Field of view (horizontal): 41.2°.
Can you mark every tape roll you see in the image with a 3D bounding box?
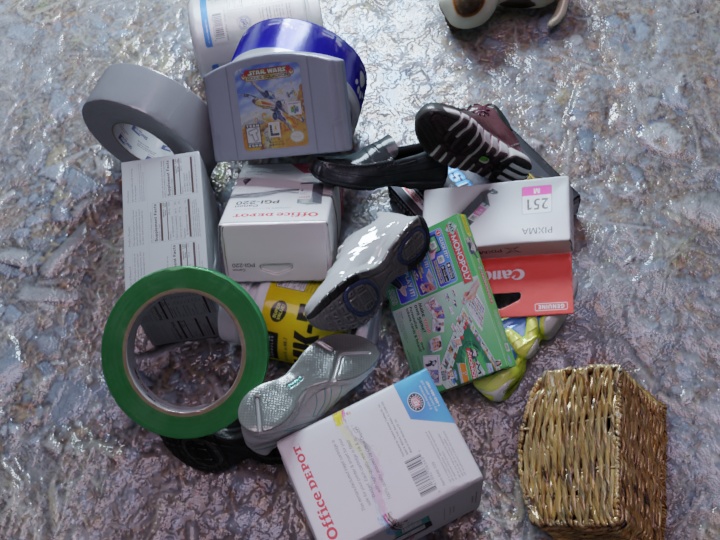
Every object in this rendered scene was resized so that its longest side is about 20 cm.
[{"bbox_3d":[-0.208,0.097,1.150,0.196,0.048,0.204,0,91,-2],"label":"tape roll"},{"bbox_3d":[-0.288,-0.199,1.348,0.197,0.201,0.067,21,68,14],"label":"tape roll"}]

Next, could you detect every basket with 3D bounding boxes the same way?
[{"bbox_3d":[0.282,0.234,1.167,0.141,0.148,0.203,-12,58,36],"label":"basket"}]

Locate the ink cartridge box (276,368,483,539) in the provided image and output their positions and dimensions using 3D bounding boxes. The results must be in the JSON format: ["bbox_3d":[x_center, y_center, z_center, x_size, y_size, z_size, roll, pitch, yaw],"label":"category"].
[{"bbox_3d":[0.024,0.244,1.136,0.197,0.147,0.148,-25,64,-7],"label":"ink cartridge box"}]

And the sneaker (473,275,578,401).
[{"bbox_3d":[0.198,0.066,1.248,0.104,0.076,0.201,34,72,20],"label":"sneaker"}]

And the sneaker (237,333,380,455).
[{"bbox_3d":[-0.062,0.145,1.141,0.199,0.081,0.070,-30,58,-26],"label":"sneaker"}]

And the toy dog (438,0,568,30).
[{"bbox_3d":[0.209,-0.447,1.480,0.198,0.139,0.196,-26,101,-10],"label":"toy dog"}]

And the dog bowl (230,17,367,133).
[{"bbox_3d":[-0.091,-0.260,1.362,0.196,0.201,0.080,11,63,10],"label":"dog bowl"}]

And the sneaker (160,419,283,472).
[{"bbox_3d":[-0.158,0.200,1.221,0.196,0.077,0.091,-3,36,13],"label":"sneaker"}]

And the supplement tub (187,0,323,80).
[{"bbox_3d":[-0.154,-0.363,1.456,0.196,0.132,0.134,-10,63,-1],"label":"supplement tub"}]

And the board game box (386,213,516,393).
[{"bbox_3d":[0.105,0.047,1.222,0.133,0.029,0.203,-23,77,28],"label":"board game box"}]

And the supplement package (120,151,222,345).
[{"bbox_3d":[-0.248,-0.027,1.285,0.109,0.156,0.203,-7,63,-1],"label":"supplement package"}]

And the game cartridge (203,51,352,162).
[{"bbox_3d":[-0.111,-0.216,1.255,0.196,0.042,0.136,-3,106,20],"label":"game cartridge"}]

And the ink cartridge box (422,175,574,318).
[{"bbox_3d":[0.176,-0.028,1.243,0.196,0.044,0.176,-4,64,18],"label":"ink cartridge box"}]

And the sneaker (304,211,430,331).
[{"bbox_3d":[0.000,0.000,1.193,0.086,0.075,0.200,22,54,43],"label":"sneaker"}]

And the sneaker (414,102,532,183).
[{"bbox_3d":[0.142,-0.194,1.296,0.075,0.198,0.117,-39,42,31],"label":"sneaker"}]

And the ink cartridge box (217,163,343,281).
[{"bbox_3d":[-0.102,-0.069,1.281,0.143,0.086,0.201,-1,30,4],"label":"ink cartridge box"}]

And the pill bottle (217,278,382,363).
[{"bbox_3d":[-0.078,0.065,1.251,0.196,0.115,0.116,11,65,10],"label":"pill bottle"}]

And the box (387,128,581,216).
[{"bbox_3d":[0.172,-0.103,1.349,0.197,0.050,0.201,-34,65,-13],"label":"box"}]

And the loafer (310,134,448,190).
[{"bbox_3d":[0.028,-0.147,1.283,0.197,0.072,0.068,-3,24,-23],"label":"loafer"}]
